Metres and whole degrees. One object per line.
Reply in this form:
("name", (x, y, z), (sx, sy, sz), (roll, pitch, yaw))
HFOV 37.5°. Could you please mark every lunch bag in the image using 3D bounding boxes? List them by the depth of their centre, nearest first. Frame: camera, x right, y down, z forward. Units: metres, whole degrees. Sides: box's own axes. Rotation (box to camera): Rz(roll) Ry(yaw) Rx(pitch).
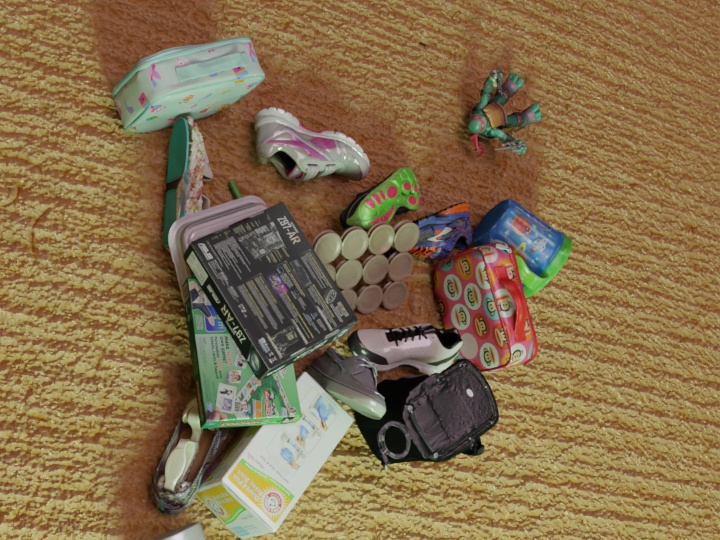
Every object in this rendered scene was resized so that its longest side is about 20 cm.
("lunch bag", (-0.241, -0.270, 1.508), (0.199, 0.160, 0.078), (-22, 87, -35))
("lunch bag", (0.201, 0.059, 1.674), (0.081, 0.176, 0.202), (-11, 84, -31))

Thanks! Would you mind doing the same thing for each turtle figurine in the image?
("turtle figurine", (0.243, -0.277, 1.863), (0.200, 0.100, 0.151), (-35, 110, -51))

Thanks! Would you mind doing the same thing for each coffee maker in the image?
("coffee maker", (0.069, 0.210, 1.523), (0.190, 0.200, 0.136), (-5, 81, -24))

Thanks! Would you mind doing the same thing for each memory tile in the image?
("memory tile", (0.000, 0.000, 1.610), (0.199, 0.017, 0.155), (-9, 120, -35))

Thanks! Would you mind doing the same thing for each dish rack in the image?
("dish rack", (-0.173, 0.007, 1.496), (0.171, 0.043, 0.202), (-22, 107, -37))

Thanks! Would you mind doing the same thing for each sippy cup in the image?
("sippy cup", (0.262, -0.045, 1.775), (0.130, 0.178, 0.140), (42, 78, -11))

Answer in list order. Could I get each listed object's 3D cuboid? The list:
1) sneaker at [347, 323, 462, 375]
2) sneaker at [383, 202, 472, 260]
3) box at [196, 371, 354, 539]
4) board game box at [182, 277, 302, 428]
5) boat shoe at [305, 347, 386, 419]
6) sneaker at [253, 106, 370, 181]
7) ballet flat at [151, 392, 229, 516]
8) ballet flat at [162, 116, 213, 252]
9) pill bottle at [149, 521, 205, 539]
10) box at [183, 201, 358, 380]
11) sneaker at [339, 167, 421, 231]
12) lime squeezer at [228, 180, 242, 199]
("sneaker", (0.070, 0.108, 1.625), (0.198, 0.080, 0.074), (7, 43, -34))
("sneaker", (0.115, -0.050, 1.722), (0.199, 0.075, 0.079), (-23, 90, -34))
("box", (-0.119, 0.253, 1.444), (0.101, 0.112, 0.200), (45, 55, -10))
("board game box", (-0.158, 0.106, 1.406), (0.133, 0.029, 0.202), (2, 64, -27))
("boat shoe", (-0.014, 0.149, 1.490), (0.070, 0.200, 0.072), (37, 82, -27))
("sneaker", (-0.080, -0.172, 1.636), (0.198, 0.081, 0.089), (19, 66, -18))
("ballet flat", (-0.220, 0.224, 1.407), (0.072, 0.072, 0.202), (32, 61, -20))
("ballet flat", (-0.244, -0.118, 1.517), (0.064, 0.075, 0.202), (12, 77, -39))
("pill bottle", (-0.207, 0.426, 1.332), (0.111, 0.111, 0.202), (-18, 84, -35))
("box", (-0.120, 0.024, 1.423), (0.160, 0.044, 0.201), (-28, 79, -35))
("sneaker", (0.033, -0.113, 1.686), (0.200, 0.083, 0.077), (-28, 105, -53))
("lime squeezer", (-0.125, -0.055, 1.588), (0.199, 0.038, 0.071), (37, 58, -17))
